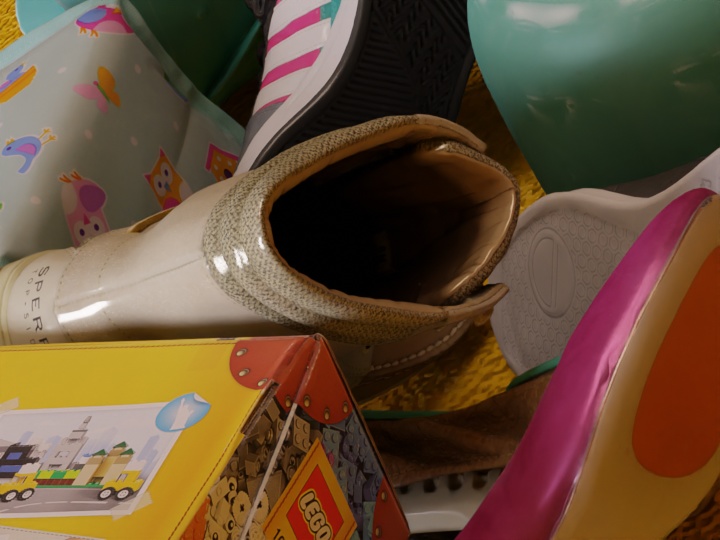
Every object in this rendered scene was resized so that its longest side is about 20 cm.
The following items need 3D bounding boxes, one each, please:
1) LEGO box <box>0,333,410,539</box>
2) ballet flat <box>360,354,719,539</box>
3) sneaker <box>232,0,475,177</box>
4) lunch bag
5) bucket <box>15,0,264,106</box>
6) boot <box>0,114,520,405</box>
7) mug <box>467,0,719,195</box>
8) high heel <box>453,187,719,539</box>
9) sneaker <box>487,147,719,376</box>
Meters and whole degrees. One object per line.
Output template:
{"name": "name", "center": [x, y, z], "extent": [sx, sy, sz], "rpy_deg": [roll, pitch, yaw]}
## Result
{"name": "LEGO box", "center": [-0.110, 0.094, 0.693], "extent": [0.199, 0.078, 0.149], "rpy_deg": [-3, 36, 32]}
{"name": "ballet flat", "center": [0.043, 0.070, 0.755], "extent": [0.199, 0.068, 0.073], "rpy_deg": [-12, 56, 31]}
{"name": "sneaker", "center": [-0.016, -0.077, 0.957], "extent": [0.201, 0.083, 0.121], "rpy_deg": [-65, 22, 2]}
{"name": "lunch bag", "center": [-0.155, 0.008, 0.964], "extent": [0.199, 0.122, 0.171], "rpy_deg": [-22, 33, 32]}
{"name": "bucket", "center": [-0.095, -0.164, 1.080], "extent": [0.134, 0.208, 0.207], "rpy_deg": [-31, 30, -9]}
{"name": "boot", "center": [0.000, 0.000, 0.777], "extent": [0.199, 0.073, 0.154], "rpy_deg": [-5, -12, -43]}
{"name": "mug", "center": [0.127, -0.098, 0.856], "extent": [0.184, 0.115, 0.153], "rpy_deg": [-18, 33, 25]}
{"name": "high heel", "center": [0.041, 0.066, 0.697], "extent": [0.096, 0.067, 0.202], "rpy_deg": [18, 91, 43]}
{"name": "sneaker", "center": [0.123, -0.005, 0.787], "extent": [0.099, 0.071, 0.200], "rpy_deg": [-9, -9, -31]}
